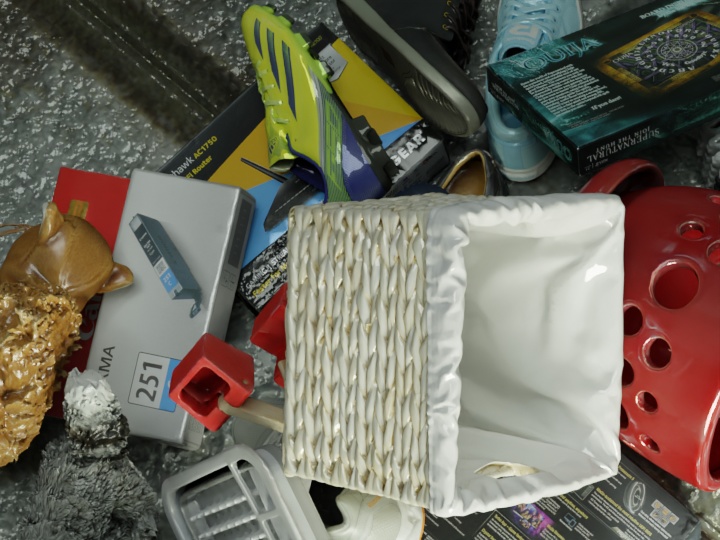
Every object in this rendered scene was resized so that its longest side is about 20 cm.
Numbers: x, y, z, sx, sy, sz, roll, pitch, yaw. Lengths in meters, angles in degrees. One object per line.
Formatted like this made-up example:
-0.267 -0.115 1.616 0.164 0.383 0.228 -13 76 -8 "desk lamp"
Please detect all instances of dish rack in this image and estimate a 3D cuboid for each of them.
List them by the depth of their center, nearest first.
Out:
-0.062 0.205 1.611 0.043 0.200 0.173 -25 88 -29 "dish rack"

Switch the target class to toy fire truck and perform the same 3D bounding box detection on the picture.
-0.034 0.083 1.634 0.199 0.049 0.142 31 35 -16 "toy fire truck"

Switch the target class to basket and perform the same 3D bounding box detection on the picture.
0.062 0.044 1.526 0.160 0.197 0.202 7 99 39 "basket"

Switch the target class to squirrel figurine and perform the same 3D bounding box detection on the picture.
-0.250 0.047 1.682 0.187 0.142 0.200 -45 24 -4 "squirrel figurine"

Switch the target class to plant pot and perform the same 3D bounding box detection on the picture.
0.222 0.031 1.640 0.182 0.201 0.201 28 75 22 "plant pot"

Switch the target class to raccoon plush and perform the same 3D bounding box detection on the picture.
-0.230 0.175 1.657 0.096 0.201 0.134 16 49 32 "raccoon plush"

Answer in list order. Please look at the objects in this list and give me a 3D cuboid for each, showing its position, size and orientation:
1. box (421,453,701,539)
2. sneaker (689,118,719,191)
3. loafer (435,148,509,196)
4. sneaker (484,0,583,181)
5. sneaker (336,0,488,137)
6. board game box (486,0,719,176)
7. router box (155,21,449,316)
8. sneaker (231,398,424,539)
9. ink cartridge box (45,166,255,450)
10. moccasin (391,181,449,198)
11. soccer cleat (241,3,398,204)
0.125 0.183 1.676 0.200 0.044 0.160 39 78 20 "box"
0.298 -0.090 1.749 0.080 0.075 0.202 -9 67 -5 "sneaker"
0.054 -0.004 1.746 0.072 0.072 0.201 17 72 13 "loafer"
0.137 -0.176 1.798 0.073 0.082 0.202 1 68 8 "sneaker"
0.068 -0.189 1.793 0.106 0.075 0.200 -32 45 -8 "sneaker"
0.212 -0.147 1.714 0.199 0.028 0.135 -22 40 -18 "board game box"
-0.051 -0.076 1.800 0.200 0.051 0.149 -43 69 -8 "router box"
-0.041 0.142 1.661 0.200 0.092 0.076 32 96 44 "sneaker"
-0.186 0.022 1.755 0.175 0.045 0.202 10 82 19 "ink cartridge box"
0.000 0.000 1.703 0.080 0.200 0.068 30 32 -20 "moccasin"
-0.050 -0.122 1.756 0.083 0.065 0.201 -35 65 3 "soccer cleat"
